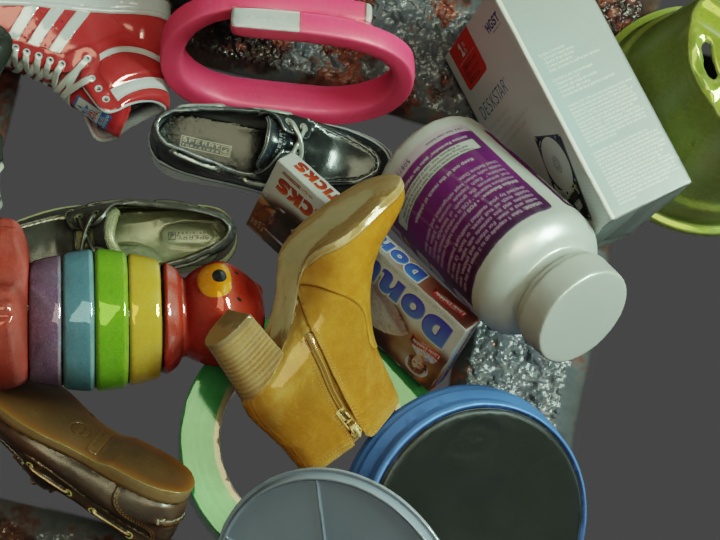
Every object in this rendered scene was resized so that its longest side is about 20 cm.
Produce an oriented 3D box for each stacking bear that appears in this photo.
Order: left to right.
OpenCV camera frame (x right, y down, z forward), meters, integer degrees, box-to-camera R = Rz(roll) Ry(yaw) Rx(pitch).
[{"bbox_3d":[-0.169,0.033,1.452,0.199,0.114,0.122,0,42,-7],"label":"stacking bear"}]

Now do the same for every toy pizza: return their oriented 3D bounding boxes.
[{"bbox_3d":[-0.015,0.236,1.427,0.200,0.032,0.201,7,107,23],"label":"toy pizza"}]

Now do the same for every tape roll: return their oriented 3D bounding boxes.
[{"bbox_3d":[-0.041,0.134,1.509,0.200,0.048,0.201,2,77,-8],"label":"tape roll"}]

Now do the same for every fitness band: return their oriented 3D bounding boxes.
[{"bbox_3d":[-0.056,-0.164,1.523,0.199,0.144,0.038,6,65,-9],"label":"fitness band"}]

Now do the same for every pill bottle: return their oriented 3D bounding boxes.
[{"bbox_3d":[0.109,-0.022,1.489,0.112,0.112,0.200,-33,51,-13],"label":"pill bottle"}]

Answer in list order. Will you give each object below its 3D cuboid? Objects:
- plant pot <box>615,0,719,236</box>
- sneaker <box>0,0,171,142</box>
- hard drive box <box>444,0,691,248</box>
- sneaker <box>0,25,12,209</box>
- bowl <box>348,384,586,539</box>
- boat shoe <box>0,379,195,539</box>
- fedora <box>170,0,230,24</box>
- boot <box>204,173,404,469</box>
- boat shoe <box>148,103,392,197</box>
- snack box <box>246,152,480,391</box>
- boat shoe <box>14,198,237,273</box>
[{"bbox_3d":[0.295,-0.146,1.547,0.200,0.184,0.201,2,77,-7],"label":"plant pot"},{"bbox_3d":[-0.244,-0.158,1.534,0.199,0.071,0.113,-3,75,-11],"label":"sneaker"},{"bbox_3d":[0.159,-0.120,1.536,0.077,0.156,0.200,-24,81,-16],"label":"hard drive box"},{"bbox_3d":[-0.303,-0.091,1.499,0.088,0.074,0.200,29,103,-15],"label":"sneaker"},{"bbox_3d":[0.082,0.188,1.478,0.200,0.039,0.201,-3,98,-23],"label":"bowl"},{"bbox_3d":[-0.221,0.141,1.471,0.200,0.070,0.070,32,119,14],"label":"boat shoe"},{"bbox_3d":[-0.125,-0.280,1.556,0.091,0.200,0.201,-7,76,27],"label":"fedora"},{"bbox_3d":[-0.009,0.041,1.445,0.201,0.071,0.144,-46,116,-14],"label":"boot"},{"bbox_3d":[-0.068,-0.096,1.546,0.199,0.068,0.072,11,76,-5],"label":"boat shoe"},{"bbox_3d":[0.000,0.000,1.497,0.200,0.072,0.024,42,40,15],"label":"snack box"},{"bbox_3d":[-0.193,-0.025,1.513,0.200,0.066,0.072,-5,78,-9],"label":"boat shoe"}]
